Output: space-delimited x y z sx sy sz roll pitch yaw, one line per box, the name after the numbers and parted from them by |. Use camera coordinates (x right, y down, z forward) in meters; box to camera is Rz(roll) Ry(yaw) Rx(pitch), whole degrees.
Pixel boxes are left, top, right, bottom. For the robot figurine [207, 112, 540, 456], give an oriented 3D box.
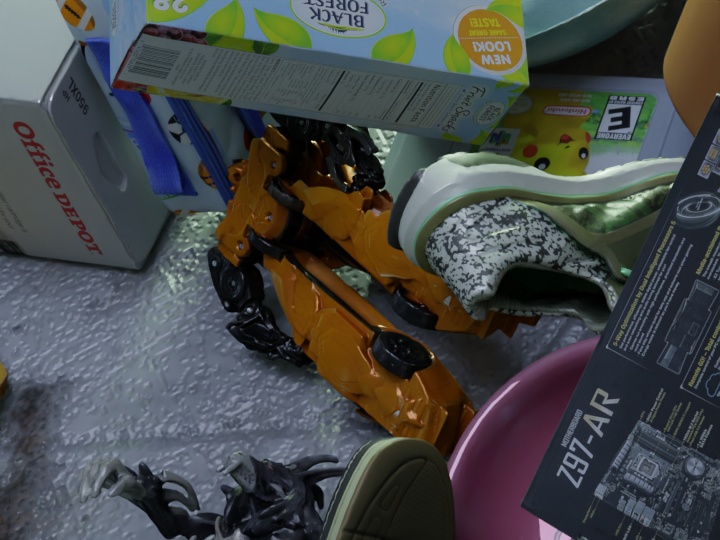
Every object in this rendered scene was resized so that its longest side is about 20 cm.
0.000 0.000 1.454 0.200 0.058 0.145 43 118 38 | robot figurine

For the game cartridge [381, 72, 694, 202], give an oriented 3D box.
0.101 -0.042 1.492 0.200 0.040 0.134 4 58 26 | game cartridge

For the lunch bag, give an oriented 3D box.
-0.079 -0.127 1.532 0.075 0.200 0.160 2 46 33 | lunch bag

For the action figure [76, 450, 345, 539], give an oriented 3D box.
-0.084 0.145 1.375 0.200 0.102 0.119 -48 39 -15 | action figure

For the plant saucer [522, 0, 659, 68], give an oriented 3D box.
0.114 -0.156 1.547 0.201 0.039 0.201 -26 22 11 | plant saucer

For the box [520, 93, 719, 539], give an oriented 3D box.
0.175 0.047 1.198 0.160 0.044 0.200 28 96 40 | box

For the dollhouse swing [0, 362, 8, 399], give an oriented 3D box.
-0.320 0.087 1.569 0.200 0.176 0.182 49 123 42 | dollhouse swing

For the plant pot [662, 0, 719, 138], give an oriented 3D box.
0.240 -0.113 1.383 0.140 0.200 0.200 -53 37 32 | plant pot

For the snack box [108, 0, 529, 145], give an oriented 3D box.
-0.023 -0.160 1.430 0.200 0.068 0.169 8 60 -18 | snack box

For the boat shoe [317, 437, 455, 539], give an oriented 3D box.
-0.011 0.168 1.292 0.066 0.072 0.201 18 101 53 | boat shoe

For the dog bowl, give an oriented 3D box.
0.121 0.116 1.300 0.200 0.074 0.200 -15 57 24 | dog bowl

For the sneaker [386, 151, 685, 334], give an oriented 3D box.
0.114 0.001 1.350 0.200 0.077 0.089 0 45 -23 | sneaker

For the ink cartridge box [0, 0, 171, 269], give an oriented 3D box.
-0.212 -0.083 1.585 0.200 0.145 0.084 7 56 28 | ink cartridge box
